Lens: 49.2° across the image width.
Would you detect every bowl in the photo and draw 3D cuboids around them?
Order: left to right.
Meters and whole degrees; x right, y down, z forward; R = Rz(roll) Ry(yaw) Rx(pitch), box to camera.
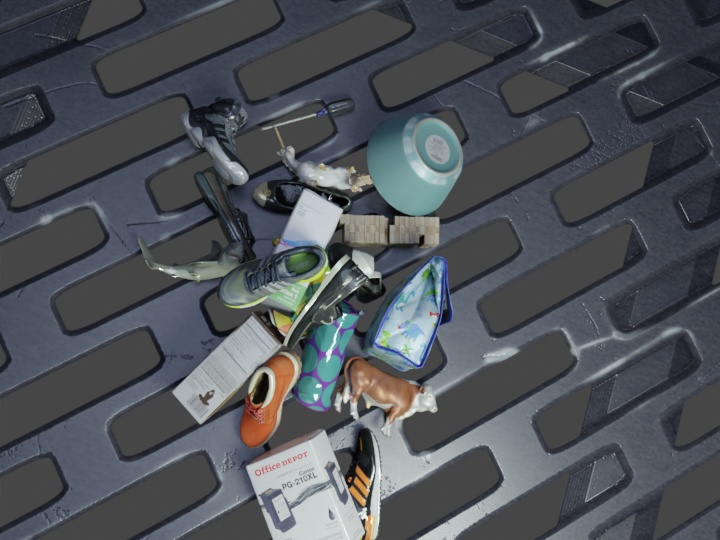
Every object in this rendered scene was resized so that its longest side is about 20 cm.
[{"bbox_3d":[0.119,-0.219,1.510,0.197,0.105,0.206,10,70,-28],"label":"bowl"}]

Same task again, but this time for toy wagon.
[{"bbox_3d":[-0.127,0.030,1.506,0.152,0.040,0.204,-15,85,-11],"label":"toy wagon"}]

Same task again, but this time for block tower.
[{"bbox_3d":[0.053,-0.075,1.541,0.195,0.054,0.059,3,81,-8],"label":"block tower"}]

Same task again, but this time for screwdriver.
[{"bbox_3d":[-0.103,-0.302,1.563,0.196,0.028,0.030,-23,115,-9],"label":"screwdriver"}]

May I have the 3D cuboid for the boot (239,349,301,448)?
[{"bbox_3d":[-0.182,0.242,1.410,0.074,0.107,0.203,28,109,14],"label":"boot"}]

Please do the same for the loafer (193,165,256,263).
[{"bbox_3d":[-0.244,-0.110,1.494,0.062,0.072,0.202,-30,86,-17],"label":"loafer"}]

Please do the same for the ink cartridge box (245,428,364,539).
[{"bbox_3d":[-0.099,0.409,1.410,0.143,0.084,0.204,-24,85,16],"label":"ink cartridge box"}]

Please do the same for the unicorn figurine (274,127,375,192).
[{"bbox_3d":[-0.079,-0.191,1.512,0.197,0.137,0.075,26,92,-24],"label":"unicorn figurine"}]

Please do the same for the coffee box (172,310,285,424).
[{"bbox_3d":[-0.231,0.170,1.416,0.200,0.114,0.080,-44,90,-1],"label":"coffee box"}]

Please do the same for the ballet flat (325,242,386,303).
[{"bbox_3d":[0.000,0.000,1.456,0.067,0.200,0.070,-7,65,17],"label":"ballet flat"}]

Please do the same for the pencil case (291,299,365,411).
[{"bbox_3d":[-0.062,0.151,1.452,0.084,0.092,0.204,24,100,33],"label":"pencil case"}]

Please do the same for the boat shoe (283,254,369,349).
[{"bbox_3d":[-0.064,0.068,1.367,0.067,0.072,0.201,39,106,-3],"label":"boat shoe"}]

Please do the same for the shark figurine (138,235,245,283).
[{"bbox_3d":[-0.304,-0.025,1.482,0.209,0.129,0.091,-4,56,8],"label":"shark figurine"}]

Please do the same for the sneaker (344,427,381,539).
[{"bbox_3d":[-0.010,0.397,1.459,0.088,0.070,0.205,1,84,-12],"label":"sneaker"}]

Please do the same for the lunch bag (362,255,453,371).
[{"bbox_3d":[0.096,0.078,1.468,0.125,0.170,0.203,24,78,-4],"label":"lunch bag"}]

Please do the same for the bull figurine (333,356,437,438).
[{"bbox_3d":[0.047,0.242,1.490,0.197,0.065,0.123,28,78,-7],"label":"bull figurine"}]

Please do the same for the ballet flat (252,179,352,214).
[{"bbox_3d":[-0.111,-0.145,1.523,0.195,0.057,0.068,4,80,-8],"label":"ballet flat"}]

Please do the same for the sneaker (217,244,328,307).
[{"bbox_3d":[-0.145,0.002,1.298,0.197,0.081,0.075,-24,85,-10],"label":"sneaker"}]

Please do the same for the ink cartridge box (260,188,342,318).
[{"bbox_3d":[-0.113,-0.027,1.423,0.083,0.145,0.203,25,79,-3],"label":"ink cartridge box"}]

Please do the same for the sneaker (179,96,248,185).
[{"bbox_3d":[-0.249,-0.255,1.487,0.113,0.076,0.200,-37,65,-16],"label":"sneaker"}]
